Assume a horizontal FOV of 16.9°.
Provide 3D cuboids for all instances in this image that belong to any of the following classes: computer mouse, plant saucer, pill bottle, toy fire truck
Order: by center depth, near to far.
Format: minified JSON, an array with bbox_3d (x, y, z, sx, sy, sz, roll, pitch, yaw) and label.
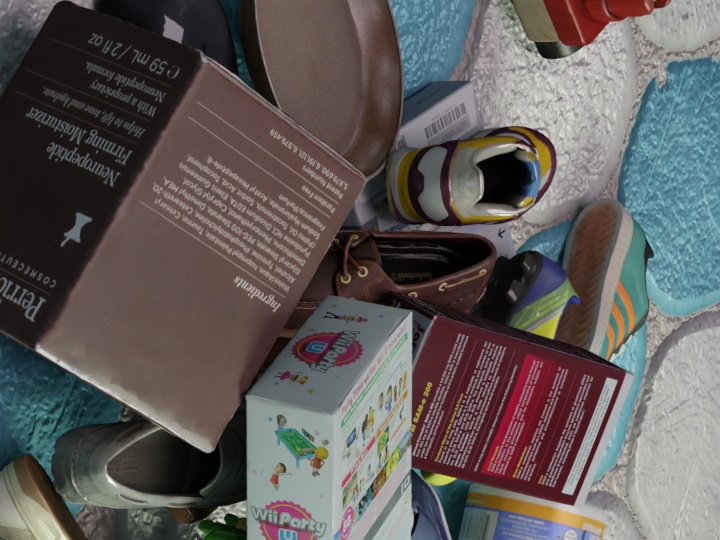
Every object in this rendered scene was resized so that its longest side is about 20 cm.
[{"bbox_3d":[-0.111,-0.125,1.622,0.138,0.053,0.201,-35,118,-39],"label":"computer mouse"},{"bbox_3d":[-0.031,-0.157,1.690,0.200,0.032,0.202,30,54,-54],"label":"plant saucer"},{"bbox_3d":[0.117,0.270,1.865,0.112,0.112,0.201,21,78,-46],"label":"pill bottle"},{"bbox_3d":[0.226,-0.259,1.871,0.176,0.199,0.129,-47,126,-34],"label":"toy fire truck"}]

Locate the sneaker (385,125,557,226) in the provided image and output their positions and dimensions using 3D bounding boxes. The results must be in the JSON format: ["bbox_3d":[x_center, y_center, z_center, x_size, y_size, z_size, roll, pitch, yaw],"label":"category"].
[{"bbox_3d":[0.106,-0.066,1.772,0.200,0.090,0.076,-17,105,-52],"label":"sneaker"}]

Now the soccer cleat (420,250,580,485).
[{"bbox_3d":[0.108,0.079,1.809,0.084,0.065,0.201,38,65,-26],"label":"soccer cleat"}]

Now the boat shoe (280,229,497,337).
[{"bbox_3d":[0.000,0.000,1.698,0.199,0.070,0.071,-5,61,-26],"label":"boat shoe"}]

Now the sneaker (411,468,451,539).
[{"bbox_3d":[0.031,0.222,1.728,0.146,0.080,0.201,30,35,-64],"label":"sneaker"}]

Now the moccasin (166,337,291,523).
[{"bbox_3d":[-0.063,0.104,1.677,0.201,0.077,0.074,-38,122,-39],"label":"moccasin"}]

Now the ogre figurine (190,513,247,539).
[{"bbox_3d":[-0.086,0.233,1.640,0.098,0.200,0.121,20,88,-4],"label":"ogre figurine"}]

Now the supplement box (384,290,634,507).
[{"bbox_3d":[0.090,0.093,1.711,0.199,0.061,0.109,18,97,-39],"label":"supplement box"}]

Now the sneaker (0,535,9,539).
[{"bbox_3d":[-0.212,0.249,1.510,0.200,0.105,0.076,55,27,-21],"label":"sneaker"}]

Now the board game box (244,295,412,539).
[{"bbox_3d":[-0.019,0.140,1.566,0.148,0.064,0.201,-50,146,-58],"label":"board game box"}]

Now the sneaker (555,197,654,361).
[{"bbox_3d":[0.192,0.046,1.957,0.080,0.071,0.201,38,65,-38],"label":"sneaker"}]

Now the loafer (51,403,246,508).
[{"bbox_3d":[-0.103,0.123,1.569,0.199,0.070,0.070,-6,93,-39],"label":"loafer"}]

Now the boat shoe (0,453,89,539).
[{"bbox_3d":[-0.195,0.207,1.559,0.065,0.072,0.201,-28,123,-1],"label":"boat shoe"}]

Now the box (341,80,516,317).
[{"bbox_3d":[0.049,-0.020,1.816,0.156,0.041,0.201,-35,117,-39],"label":"box"}]

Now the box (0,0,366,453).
[{"bbox_3d":[-0.138,-0.029,1.490,0.164,0.166,0.201,36,82,-43],"label":"box"}]
